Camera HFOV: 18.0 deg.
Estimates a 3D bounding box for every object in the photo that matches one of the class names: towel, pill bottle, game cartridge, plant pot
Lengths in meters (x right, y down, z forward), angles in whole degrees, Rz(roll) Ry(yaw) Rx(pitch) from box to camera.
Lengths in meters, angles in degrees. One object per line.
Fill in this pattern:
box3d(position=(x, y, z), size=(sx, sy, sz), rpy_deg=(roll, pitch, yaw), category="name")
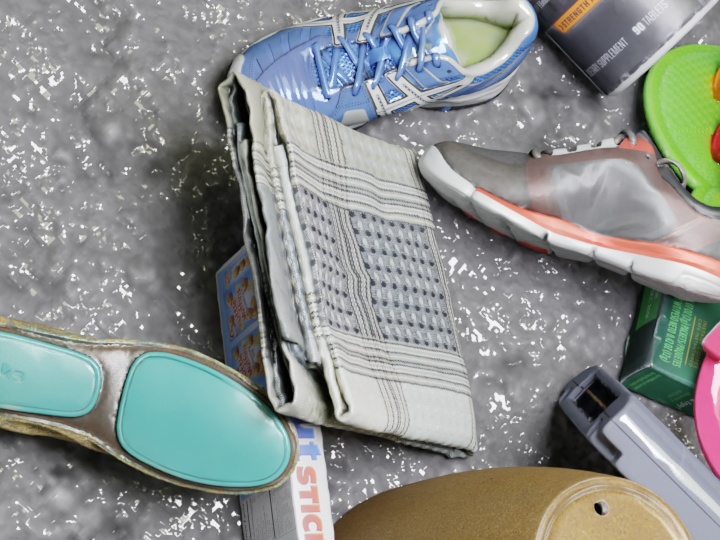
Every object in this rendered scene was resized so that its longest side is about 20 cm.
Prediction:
box3d(position=(0.000, 0.000, 1.232), size=(0.200, 0.034, 0.193), rpy_deg=(18, 57, -57), category="towel")
box3d(position=(0.121, -0.211, 1.384), size=(0.200, 0.106, 0.106), rpy_deg=(46, 60, -1), category="pill bottle")
box3d(position=(0.171, 0.115, 1.236), size=(0.041, 0.200, 0.133), rpy_deg=(-41, 93, 2), category="game cartridge")
box3d(position=(0.086, 0.174, 1.167), size=(0.186, 0.200, 0.187), rpy_deg=(9, 66, -21), category="plant pot")

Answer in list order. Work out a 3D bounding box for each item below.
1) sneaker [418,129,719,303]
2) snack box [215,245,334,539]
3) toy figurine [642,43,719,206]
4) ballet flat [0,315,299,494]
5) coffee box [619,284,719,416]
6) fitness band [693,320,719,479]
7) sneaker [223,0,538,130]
box3d(position=(0.134, -0.047, 1.319), size=(0.200, 0.077, 0.082), rpy_deg=(20, 86, 1), category="sneaker")
box3d(position=(-0.046, 0.083, 1.215), size=(0.024, 0.072, 0.200), rpy_deg=(1, 70, -25), category="snack box")
box3d(position=(0.275, -0.115, 1.341), size=(0.150, 0.184, 0.200), rpy_deg=(24, 46, -13), category="toy figurine")
box3d(position=(-0.128, 0.066, 1.179), size=(0.200, 0.071, 0.071), rpy_deg=(16, 64, -5), category="ballet flat")
box3d(position=(0.262, 0.048, 1.382), size=(0.200, 0.044, 0.123), rpy_deg=(24, 63, -14), category="coffee box")
box3d(position=(0.280, 0.056, 1.295), size=(0.200, 0.037, 0.144), rpy_deg=(-44, 76, -1), category="fitness band")
box3d(position=(0.013, -0.126, 1.319), size=(0.200, 0.077, 0.076), rpy_deg=(-17, 80, -27), category="sneaker")
